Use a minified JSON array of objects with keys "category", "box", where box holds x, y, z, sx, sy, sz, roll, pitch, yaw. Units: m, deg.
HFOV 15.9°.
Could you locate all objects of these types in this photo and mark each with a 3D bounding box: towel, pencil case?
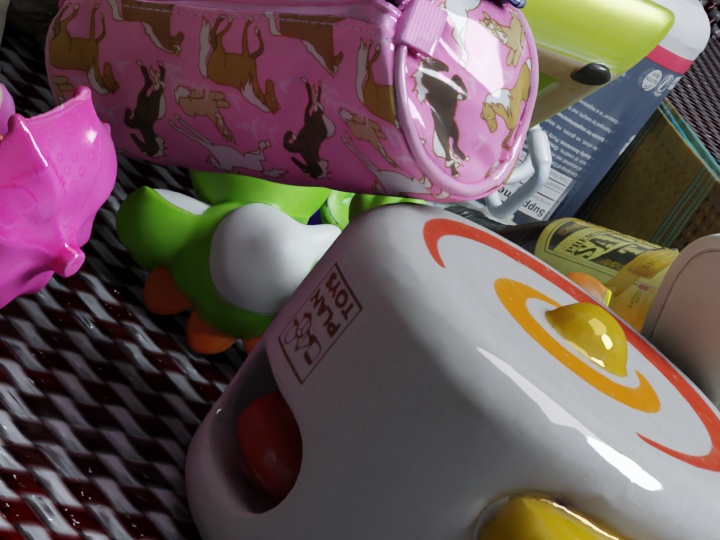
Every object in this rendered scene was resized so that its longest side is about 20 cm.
[{"category":"towel","box":[0.133,-0.020,1.381,0.022,0.147,0.200,26,19,-27]},{"category":"pencil case","box":[-0.030,-0.074,0.956,0.200,0.087,0.083,8,9,43]}]

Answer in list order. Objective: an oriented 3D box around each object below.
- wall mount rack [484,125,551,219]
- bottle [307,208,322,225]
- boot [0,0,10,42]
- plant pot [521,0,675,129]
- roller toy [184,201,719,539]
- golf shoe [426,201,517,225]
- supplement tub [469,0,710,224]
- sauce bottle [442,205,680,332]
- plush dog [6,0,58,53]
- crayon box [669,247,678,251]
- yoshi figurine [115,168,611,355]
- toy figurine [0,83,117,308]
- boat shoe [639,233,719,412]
[{"category":"wall mount rack","box":[0.010,-0.109,1.226,0.200,0.075,0.174,0,62,-31]},{"category":"bottle","box":[0.016,0.026,1.121,0.200,0.065,0.084,41,8,15]},{"category":"boot","box":[-0.153,-0.127,1.014,0.072,0.155,0.200,26,19,-32]},{"category":"plant pot","box":[0.019,-0.155,1.091,0.199,0.200,0.182,18,64,-28]},{"category":"roller toy","box":[0.043,0.069,0.901,0.182,0.140,0.200,41,15,16]},{"category":"golf shoe","box":[0.012,-0.009,1.251,0.200,0.078,0.097,37,29,24]},{"category":"supplement tub","box":[0.075,-0.094,1.366,0.140,0.200,0.140,35,15,-10]},{"category":"sauce bottle","box":[0.099,0.011,1.127,0.066,0.066,0.200,24,-2,-42]},{"category":"plush dog","box":[-0.132,-0.196,1.246,0.200,0.172,0.160,31,15,-21]},{"category":"crayon box","box":[0.155,0.079,1.205,0.200,0.058,0.119,-92,159,-71]},{"category":"yoshi figurine","box":[0.004,-0.015,1.041,0.200,0.112,0.112,18,41,7]},{"category":"toy figurine","box":[-0.168,-0.066,0.883,0.184,0.150,0.200,44,6,-25]},{"category":"boat shoe","box":[0.129,0.063,1.007,0.063,0.200,0.073,-15,52,-40]}]
